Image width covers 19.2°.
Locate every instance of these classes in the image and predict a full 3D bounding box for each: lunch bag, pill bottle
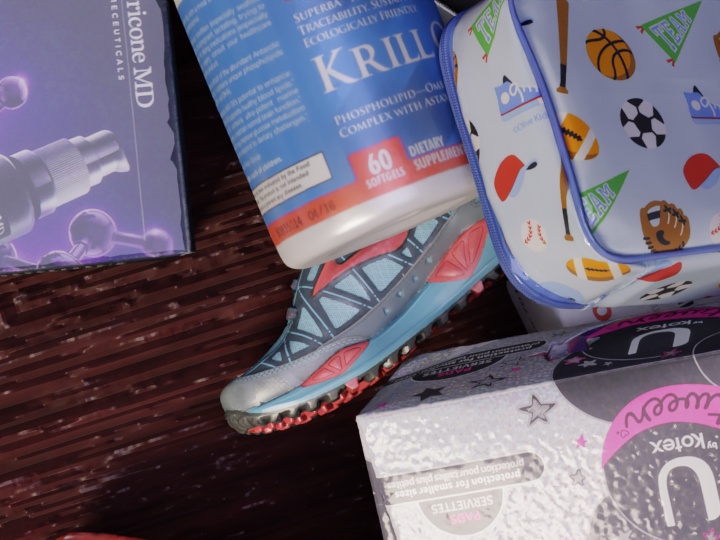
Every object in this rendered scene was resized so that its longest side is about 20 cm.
[{"bbox_3d":[0.137,-0.069,0.956,0.200,0.076,0.160,-7,71,-35],"label":"lunch bag"},{"bbox_3d":[-0.021,-0.111,0.974,0.112,0.112,0.200,-23,87,-7],"label":"pill bottle"}]

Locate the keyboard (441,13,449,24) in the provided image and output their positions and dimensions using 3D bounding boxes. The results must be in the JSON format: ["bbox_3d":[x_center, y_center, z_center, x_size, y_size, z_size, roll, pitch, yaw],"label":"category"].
[{"bbox_3d":[0.045,-0.125,1.065,0.200,0.021,0.127,23,61,-7],"label":"keyboard"}]

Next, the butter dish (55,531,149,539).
[{"bbox_3d":[-0.051,0.232,1.017,0.200,0.148,0.200,5,89,33],"label":"butter dish"}]

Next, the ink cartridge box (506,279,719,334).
[{"bbox_3d":[0.196,0.020,1.071,0.200,0.086,0.147,-28,95,-7],"label":"ink cartridge box"}]

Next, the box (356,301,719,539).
[{"bbox_3d":[0.114,0.094,0.967,0.200,0.115,0.132,-11,98,14],"label":"box"}]

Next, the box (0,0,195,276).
[{"bbox_3d":[-0.184,-0.068,1.008,0.200,0.104,0.148,-7,91,-7],"label":"box"}]

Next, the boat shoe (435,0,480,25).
[{"bbox_3d":[0.109,-0.123,1.039,0.201,0.061,0.072,29,59,-5],"label":"boat shoe"}]

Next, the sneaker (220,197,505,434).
[{"bbox_3d":[0.000,0.000,1.058,0.200,0.079,0.096,-39,86,-14],"label":"sneaker"}]
